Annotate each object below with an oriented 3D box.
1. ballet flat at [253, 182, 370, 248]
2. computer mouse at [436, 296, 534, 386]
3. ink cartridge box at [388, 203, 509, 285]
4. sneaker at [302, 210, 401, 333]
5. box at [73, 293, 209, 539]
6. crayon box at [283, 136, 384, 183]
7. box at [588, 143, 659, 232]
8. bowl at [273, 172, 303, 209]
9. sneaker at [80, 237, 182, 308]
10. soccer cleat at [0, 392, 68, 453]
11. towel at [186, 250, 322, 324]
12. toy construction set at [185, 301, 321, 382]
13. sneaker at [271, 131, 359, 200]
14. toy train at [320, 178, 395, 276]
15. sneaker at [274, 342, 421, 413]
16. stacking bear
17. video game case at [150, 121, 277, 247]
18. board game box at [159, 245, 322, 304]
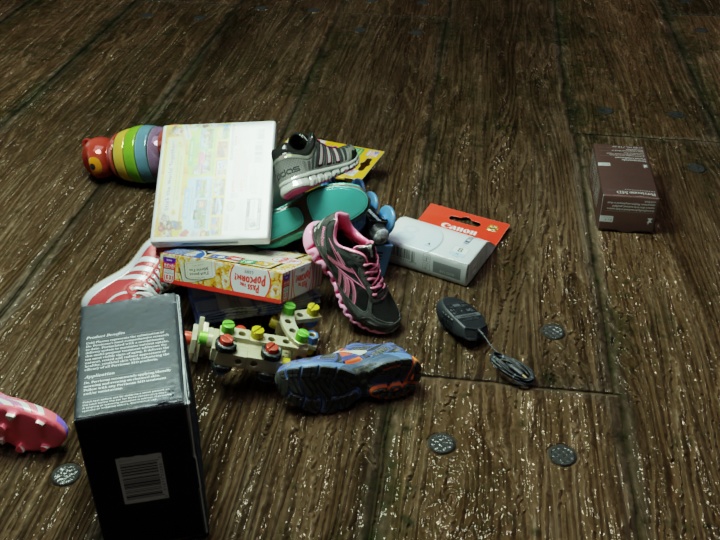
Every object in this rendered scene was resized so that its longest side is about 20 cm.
[{"bbox_3d":[-0.080,-0.086,1.397,0.196,0.069,0.070,-19,2,0],"label":"ballet flat"},{"bbox_3d":[0.174,0.104,1.293,0.058,0.035,0.200,-3,35,-36],"label":"computer mouse"},{"bbox_3d":[0.146,-0.064,1.518,0.158,0.048,0.200,17,40,24],"label":"ink cartridge box"},{"bbox_3d":[0.000,0.000,1.315,0.201,0.095,0.079,53,46,-1],"label":"sneaker"},{"bbox_3d":[-0.248,0.169,1.037,0.121,0.203,0.198,-7,34,-9],"label":"box"},{"bbox_3d":[-0.066,-0.193,1.706,0.196,0.052,0.126,13,36,19],"label":"crayon box"},{"bbox_3d":[0.468,-0.151,1.626,0.098,0.076,0.201,4,36,5],"label":"box"},{"bbox_3d":[-0.195,-0.106,1.479,0.196,0.200,0.076,7,69,13],"label":"bowl"},{"bbox_3d":[-0.309,0.024,1.342,0.199,0.072,0.112,-41,47,-15],"label":"sneaker"},{"bbox_3d":[-0.456,0.180,1.149,0.196,0.068,0.077,4,29,11],"label":"soccer cleat"},{"bbox_3d":[-0.170,0.024,1.412,0.196,0.024,0.147,-10,35,-14],"label":"towel"},{"bbox_3d":[-0.150,0.094,1.245,0.196,0.094,0.132,-2,34,-3],"label":"toy construction set"},{"bbox_3d":[-0.071,-0.178,1.404,0.073,0.089,0.199,-20,8,37],"label":"sneaker"},{"bbox_3d":[-0.016,-0.076,1.474,0.085,0.116,0.200,2,27,-32],"label":"toy train"},{"bbox_3d":[-0.020,0.137,1.214,0.196,0.077,0.079,-2,24,-18],"label":"sneaker"},{"bbox_3d":[-0.427,-0.214,1.694,0.196,0.123,0.115,-1,35,12],"label":"stacking bear"},{"bbox_3d":[-0.219,-0.132,1.369,0.178,0.023,0.204,-1,67,5],"label":"video game case"},{"bbox_3d":[-0.173,-0.002,1.341,0.196,0.047,0.151,9,12,20],"label":"board game box"}]
